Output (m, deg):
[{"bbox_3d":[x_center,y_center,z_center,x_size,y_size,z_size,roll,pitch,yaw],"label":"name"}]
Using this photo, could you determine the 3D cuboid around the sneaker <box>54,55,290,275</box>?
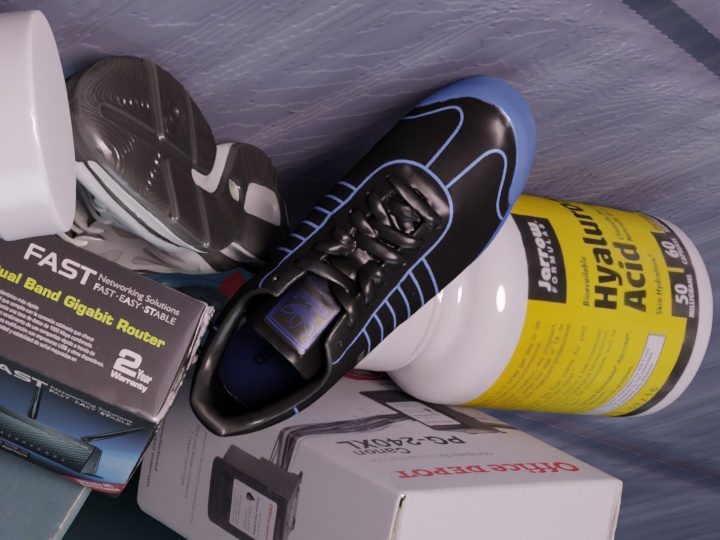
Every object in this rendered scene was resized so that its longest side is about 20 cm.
[{"bbox_3d":[-0.114,-0.028,0.865,0.115,0.076,0.200,-14,164,15],"label":"sneaker"}]

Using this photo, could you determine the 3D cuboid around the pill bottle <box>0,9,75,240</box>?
[{"bbox_3d":[-0.210,-0.043,0.725,0.200,0.112,0.111,-7,162,1],"label":"pill bottle"}]

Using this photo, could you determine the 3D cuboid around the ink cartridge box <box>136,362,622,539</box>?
[{"bbox_3d":[0.007,0.110,0.970,0.145,0.084,0.200,2,-166,-40],"label":"ink cartridge box"}]

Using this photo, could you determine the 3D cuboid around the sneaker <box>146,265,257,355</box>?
[{"bbox_3d":[-0.070,0.050,1.092,0.079,0.096,0.200,-17,160,31],"label":"sneaker"}]

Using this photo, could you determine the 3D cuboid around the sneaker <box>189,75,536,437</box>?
[{"bbox_3d":[0.000,0.000,0.872,0.200,0.070,0.078,-50,177,21],"label":"sneaker"}]

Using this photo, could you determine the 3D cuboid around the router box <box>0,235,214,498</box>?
[{"bbox_3d":[-0.177,0.024,0.898,0.200,0.062,0.150,24,157,-5],"label":"router box"}]

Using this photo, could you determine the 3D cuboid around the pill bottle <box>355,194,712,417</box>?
[{"bbox_3d":[0.074,0.016,1.011,0.200,0.111,0.111,6,158,-36],"label":"pill bottle"}]

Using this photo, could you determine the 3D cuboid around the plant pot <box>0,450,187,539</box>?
[{"bbox_3d":[-0.214,0.127,1.097,0.200,0.196,0.196,30,174,21],"label":"plant pot"}]
